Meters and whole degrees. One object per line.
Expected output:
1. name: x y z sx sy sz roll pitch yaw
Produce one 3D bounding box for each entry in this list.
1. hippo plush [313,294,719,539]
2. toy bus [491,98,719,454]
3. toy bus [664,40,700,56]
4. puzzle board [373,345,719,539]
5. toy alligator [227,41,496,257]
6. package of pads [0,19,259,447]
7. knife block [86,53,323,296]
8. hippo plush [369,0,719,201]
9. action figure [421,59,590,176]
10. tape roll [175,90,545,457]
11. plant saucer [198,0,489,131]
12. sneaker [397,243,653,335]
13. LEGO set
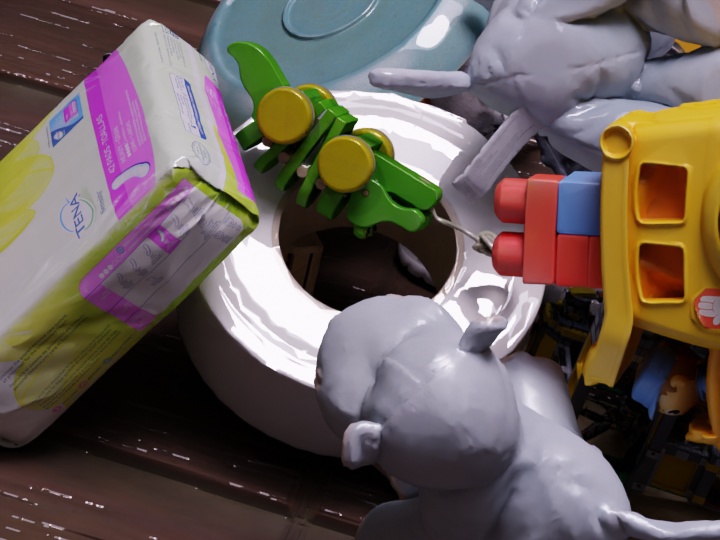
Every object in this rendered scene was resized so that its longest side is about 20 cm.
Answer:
1. hippo plush: 0.040 0.101 1.326 0.161 0.159 0.200 40 3 -39
2. toy bus: 0.163 0.009 1.365 0.192 0.200 0.136 0 8 11
3. toy bus: 0.244 -0.111 1.816 0.200 0.078 0.065 28 36 20
4. puzzle board: 0.094 0.114 1.498 0.151 0.017 0.200 -20 46 -38
5. toy alligator: -0.003 -0.045 1.455 0.200 0.054 0.059 39 15 7
6. package of pads: -0.149 -0.017 1.454 0.068 0.200 0.155 36 21 -33
7. knife block: -0.088 -0.060 1.642 0.200 0.064 0.176 23 36 14
8. hippo plush: 0.130 -0.110 1.498 0.159 0.200 0.161 51 4 -5
9. action figure: 0.087 -0.100 1.706 0.200 0.105 0.193 62 14 -1
10. tape roll: 0.000 0.000 1.495 0.202 0.071 0.203 4 58 -7
11. plant saucer: -0.013 -0.153 1.625 0.200 0.027 0.200 -17 41 16
12. sneaker: 0.123 -0.010 1.625 0.200 0.082 0.075 16 34 5
13. LEGO set: 0.188 0.051 1.501 0.200 0.116 0.154 22 26 1
